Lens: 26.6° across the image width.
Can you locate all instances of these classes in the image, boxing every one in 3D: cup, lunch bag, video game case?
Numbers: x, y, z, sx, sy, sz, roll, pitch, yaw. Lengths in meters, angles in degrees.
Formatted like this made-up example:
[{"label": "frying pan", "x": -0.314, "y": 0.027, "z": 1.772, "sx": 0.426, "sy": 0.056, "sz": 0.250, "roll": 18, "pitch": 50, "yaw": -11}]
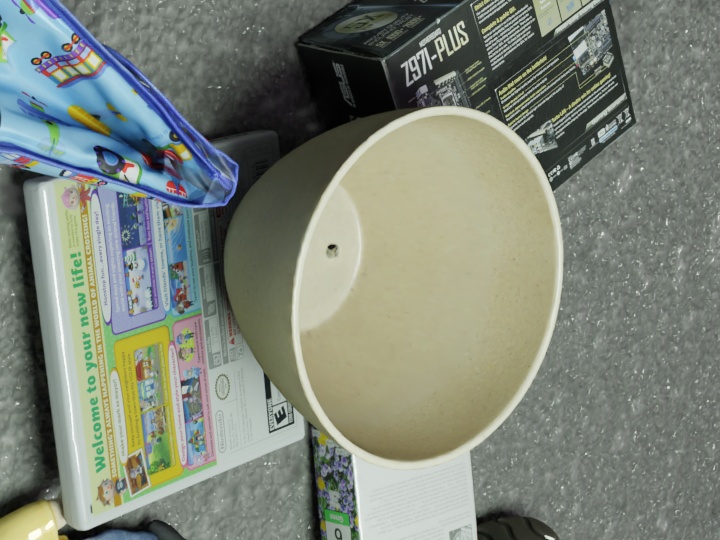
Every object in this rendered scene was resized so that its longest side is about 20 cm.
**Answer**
[{"label": "cup", "x": 0.000, "y": 0.000, "z": 0.891, "sx": 0.199, "sy": 0.143, "sz": 0.203, "roll": -9, "pitch": 105, "yaw": -37}, {"label": "lunch bag", "x": -0.162, "y": -0.084, "z": 0.761, "sx": 0.199, "sy": 0.150, "sz": 0.095, "roll": 31, "pitch": 82, "yaw": -43}, {"label": "video game case", "x": -0.110, "y": 0.030, "z": 0.907, "sx": 0.181, "sy": 0.022, "sz": 0.203, "roll": -18, "pitch": 109, "yaw": -45}]

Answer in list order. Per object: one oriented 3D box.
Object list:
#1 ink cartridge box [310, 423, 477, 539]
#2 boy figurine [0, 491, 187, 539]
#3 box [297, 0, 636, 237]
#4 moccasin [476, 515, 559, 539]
[{"label": "ink cartridge box", "x": 0.027, "y": 0.184, "z": 1.062, "sx": 0.108, "sy": 0.050, "sz": 0.203, "roll": -10, "pitch": 98, "yaw": -39}, {"label": "boy figurine", "x": -0.189, "y": 0.189, "z": 0.887, "sx": 0.199, "sy": 0.064, "sz": 0.126, "roll": 1, "pitch": 104, "yaw": -46}, {"label": "box", "x": 0.076, "y": -0.122, "z": 1.010, "sx": 0.200, "sy": 0.086, "sz": 0.165, "roll": -39, "pitch": 127, "yaw": -27}, {"label": "moccasin", "x": 0.074, "y": 0.258, "z": 1.144, "sx": 0.201, "sy": 0.073, "sz": 0.078, "roll": -40, "pitch": 141, "yaw": -30}]
